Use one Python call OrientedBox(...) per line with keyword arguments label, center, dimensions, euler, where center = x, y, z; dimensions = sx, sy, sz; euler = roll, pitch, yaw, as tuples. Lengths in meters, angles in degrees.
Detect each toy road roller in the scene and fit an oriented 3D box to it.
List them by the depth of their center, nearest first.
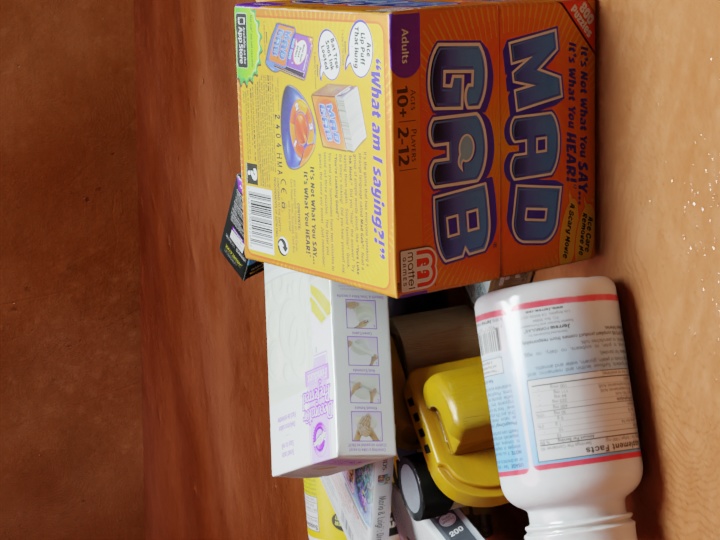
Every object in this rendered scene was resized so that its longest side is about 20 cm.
OrientedBox(label="toy road roller", center=(0.090, 0.106, 1.446), dimensions=(0.146, 0.122, 0.201), euler=(109, 147, -57))

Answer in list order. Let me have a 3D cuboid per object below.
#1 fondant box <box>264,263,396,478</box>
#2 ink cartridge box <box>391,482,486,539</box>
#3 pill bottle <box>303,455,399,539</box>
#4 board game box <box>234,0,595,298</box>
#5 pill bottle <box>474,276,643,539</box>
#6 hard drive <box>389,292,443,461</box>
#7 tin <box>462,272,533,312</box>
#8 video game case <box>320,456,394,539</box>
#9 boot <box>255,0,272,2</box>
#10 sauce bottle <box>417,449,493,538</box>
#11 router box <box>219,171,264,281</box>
OrientedBox(label="fondant box", center=(-0.029, 0.070, 1.453), dimensions=(0.144, 0.058, 0.202), euler=(152, 117, -62))
OrientedBox(label="ink cartridge box", center=(0.094, 0.291, 1.515), dimensions=(0.200, 0.043, 0.199), euler=(46, 157, 52))
OrientedBox(label="pill bottle", center=(-0.005, 0.245, 1.857), dimensions=(0.114, 0.113, 0.202), euler=(-168, 72, -74))
OrientedBox(label="board game box", center=(0.042, -0.106, 1.295), dimensions=(0.199, 0.199, 0.202), euler=(15, 110, 52))
OrientedBox(label="pill bottle", center=(0.151, 0.111, 1.255), dimensions=(0.109, 0.108, 0.202), euler=(151, 112, -73))
OrientedBox(label="hard drive", center=(0.056, 0.098, 1.713), dimensions=(0.135, 0.042, 0.202), euler=(150, 113, -73))
OrientedBox(label="tin", center=(0.119, -0.046, 1.449), dimensions=(0.201, 0.042, 0.112), euler=(101, 153, -46))
OrientedBox(label="video game case", center=(-0.013, 0.151, 1.554), dimensions=(0.200, 0.023, 0.183), euler=(-119, 25, -50))
OrientedBox(label="boot", center=(-0.026, -0.238, 1.461), dimensions=(0.144, 0.070, 0.202), euler=(48, 131, 26))
OrientedBox(label="sauce bottle", center=(0.084, 0.156, 1.601), dimensions=(0.065, 0.064, 0.202), euler=(130, 136, -69))
OrientedBox(label="router box", center=(-0.045, -0.086, 1.719), dimensions=(0.051, 0.199, 0.149), euler=(50, 154, 16))
